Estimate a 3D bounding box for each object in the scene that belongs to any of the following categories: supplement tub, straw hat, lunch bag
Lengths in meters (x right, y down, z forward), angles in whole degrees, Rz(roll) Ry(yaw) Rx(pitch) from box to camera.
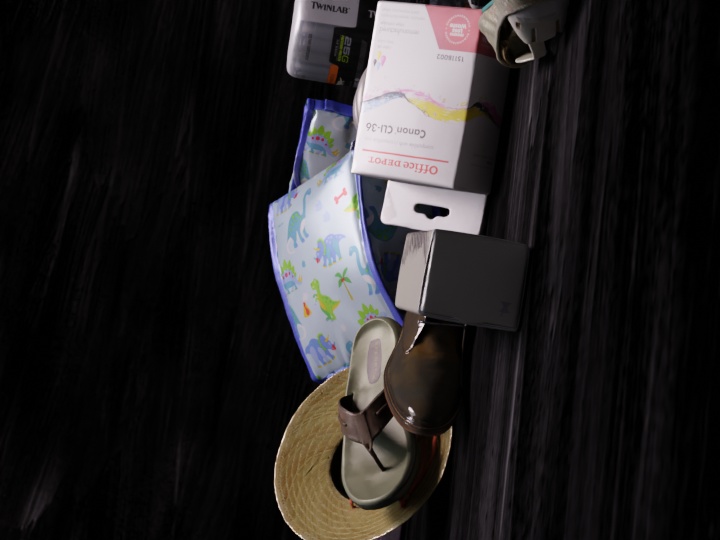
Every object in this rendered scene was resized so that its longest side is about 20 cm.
[{"bbox_3d":[0.024,-0.256,1.844,0.123,0.199,0.123,-172,90,-86],"label":"supplement tub"},{"bbox_3d":[0.022,0.190,1.615,0.085,0.200,0.202,38,-131,-45],"label":"straw hat"},{"bbox_3d":[-0.003,-0.119,2.151,0.128,0.169,0.201,-86,8,-52],"label":"lunch bag"},{"bbox_3d":[0.000,0.000,1.747,0.170,0.127,0.201,-32,55,48],"label":"lunch bag"}]

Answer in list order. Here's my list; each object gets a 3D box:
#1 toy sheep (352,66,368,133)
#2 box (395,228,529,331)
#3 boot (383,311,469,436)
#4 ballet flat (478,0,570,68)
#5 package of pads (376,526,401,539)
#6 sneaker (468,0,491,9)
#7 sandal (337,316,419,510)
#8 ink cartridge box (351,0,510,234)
[{"bbox_3d":[0.063,-0.165,1.652,0.200,0.137,0.139,-2,78,62],"label":"toy sheep"},{"bbox_3d":[0.078,0.007,1.364,0.200,0.082,0.069,180,100,-85],"label":"box"},{"bbox_3d":[0.063,0.057,1.515,0.200,0.074,0.097,-84,2,-58],"label":"boot"},{"bbox_3d":[0.133,-0.197,1.290,0.200,0.067,0.063,105,145,-86],"label":"ballet flat"},{"bbox_3d":[0.007,0.266,1.849,0.121,0.075,0.201,122,156,-73],"label":"package of pads"},{"bbox_3d":[0.103,-0.332,1.711,0.201,0.086,0.075,-87,9,-46],"label":"sneaker"},{"bbox_3d":[0.006,0.129,1.564,0.057,0.079,0.202,39,-142,-45],"label":"sandal"},{"bbox_3d":[0.063,-0.136,1.535,0.067,0.116,0.201,5,-85,-56],"label":"ink cartridge box"}]
